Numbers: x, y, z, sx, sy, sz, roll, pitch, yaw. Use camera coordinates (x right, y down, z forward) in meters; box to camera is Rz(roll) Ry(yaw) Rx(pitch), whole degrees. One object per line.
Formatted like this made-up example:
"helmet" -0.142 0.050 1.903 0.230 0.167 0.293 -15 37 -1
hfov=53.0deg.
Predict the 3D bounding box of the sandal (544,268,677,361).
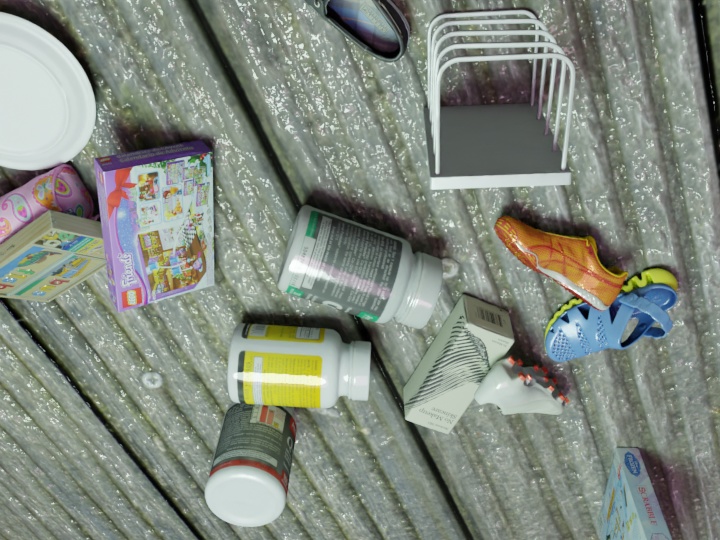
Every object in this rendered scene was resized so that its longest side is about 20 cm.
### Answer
"sandal" 0.341 0.073 0.982 0.198 0.088 0.080 -32 120 24

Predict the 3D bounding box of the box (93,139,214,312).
"box" -0.253 -0.055 0.909 0.135 0.039 0.204 -17 131 -31

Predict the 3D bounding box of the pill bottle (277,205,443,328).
"pill bottle" 0.000 0.000 0.930 0.196 0.114 0.115 18 124 -9

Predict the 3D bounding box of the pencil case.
"pencil case" -0.438 -0.062 0.926 0.196 0.088 0.088 -19 122 13

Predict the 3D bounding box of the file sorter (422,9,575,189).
"file sorter" 0.136 -0.185 0.750 0.135 0.201 0.127 -1 121 3

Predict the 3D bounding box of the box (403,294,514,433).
"box" 0.138 0.139 1.045 0.080 0.069 0.202 19 123 -11

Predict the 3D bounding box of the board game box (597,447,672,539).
"board game box" 0.433 0.428 1.148 0.040 0.201 0.204 0 125 3

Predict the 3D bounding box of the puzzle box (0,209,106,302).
"puzzle box" -0.402 -0.012 0.935 0.197 0.026 0.132 -26 160 27

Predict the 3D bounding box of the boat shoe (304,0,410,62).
"boat shoe" -0.026 -0.292 0.762 0.199 0.067 0.070 40 117 -22

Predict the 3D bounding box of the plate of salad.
"plate of salad" -0.411 -0.209 0.848 0.195 0.049 0.203 -3 132 -3

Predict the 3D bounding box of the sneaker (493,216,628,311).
"sneaker" 0.259 -0.024 0.942 0.197 0.073 0.078 29 96 -17

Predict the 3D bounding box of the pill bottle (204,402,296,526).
"pill bottle" -0.153 0.256 1.058 0.113 0.202 0.118 2 125 2

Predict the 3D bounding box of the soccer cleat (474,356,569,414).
"soccer cleat" 0.232 0.175 1.037 0.077 0.070 0.198 -43 140 19

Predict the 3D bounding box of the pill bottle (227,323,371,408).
"pill bottle" -0.084 0.137 1.028 0.195 0.112 0.113 4 125 1
